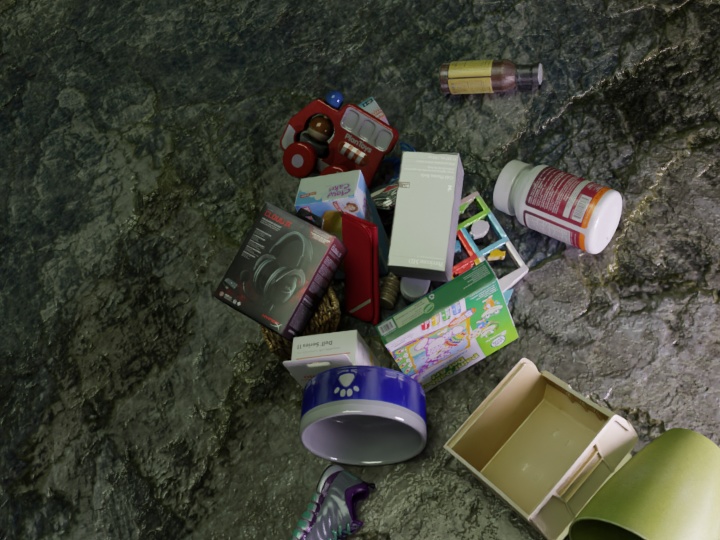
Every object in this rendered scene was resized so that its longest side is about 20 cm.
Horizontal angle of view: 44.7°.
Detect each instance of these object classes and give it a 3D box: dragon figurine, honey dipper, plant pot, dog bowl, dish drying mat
[{"bbox_3d":[0.082,-0.201,1.667,0.099,0.059,0.201,-36,55,-2],"label":"dragon figurine"},{"bbox_3d":[0.077,-0.027,1.579,0.037,0.038,0.203,10,63,26],"label":"honey dipper"},{"bbox_3d":[0.407,0.318,1.169,0.185,0.189,0.200,24,56,31],"label":"plant pot"},{"bbox_3d":[0.005,0.227,1.353,0.196,0.201,0.080,-9,54,16],"label":"dog bowl"},{"bbox_3d":[0.000,0.000,1.502,0.076,0.203,0.018,25,43,33],"label":"dish drying mat"}]

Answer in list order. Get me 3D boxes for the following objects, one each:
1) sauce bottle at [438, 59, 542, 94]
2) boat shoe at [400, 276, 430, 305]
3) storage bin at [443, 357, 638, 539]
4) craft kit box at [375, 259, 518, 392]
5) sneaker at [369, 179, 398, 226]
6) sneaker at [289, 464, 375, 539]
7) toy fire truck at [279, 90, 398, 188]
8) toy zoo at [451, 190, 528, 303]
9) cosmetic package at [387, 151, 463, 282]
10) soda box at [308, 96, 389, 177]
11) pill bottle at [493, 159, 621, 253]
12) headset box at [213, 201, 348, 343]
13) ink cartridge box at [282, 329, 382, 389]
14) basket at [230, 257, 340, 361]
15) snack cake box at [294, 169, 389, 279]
[{"bbox_3d":[0.253,-0.377,1.702,0.196,0.065,0.066,4,62,23],"label":"sauce bottle"},{"bbox_3d":[0.111,-0.032,1.552,0.067,0.057,0.203,19,67,4],"label":"boat shoe"},{"bbox_3d":[0.261,0.252,1.262,0.199,0.094,0.199,-46,34,-8],"label":"storage bin"},{"bbox_3d":[0.141,0.097,1.380,0.198,0.198,0.049,-31,56,2],"label":"craft kit box"},{"bbox_3d":[0.080,-0.129,1.585,0.198,0.081,0.075,-31,23,31],"label":"sneaker"},{"bbox_3d":[-0.049,0.404,1.350,0.086,0.075,0.203,15,66,23],"label":"sneaker"},{"bbox_3d":[-0.044,-0.234,1.618,0.198,0.112,0.170,33,109,10],"label":"toy fire truck"},{"bbox_3d":[0.198,-0.025,1.504,0.129,0.021,0.202,-27,70,-7],"label":"toy zoo"},{"bbox_3d":[0.111,-0.089,1.471,0.104,0.090,0.204,4,76,13],"label":"cosmetic package"},{"bbox_3d":[-0.037,-0.257,1.746,0.198,0.064,0.069,-31,54,1],"label":"soda box"},{"bbox_3d":[0.331,-0.113,1.483,0.198,0.110,0.110,27,73,32],"label":"pill bottle"},{"bbox_3d":[-0.125,-0.005,1.442,0.147,0.077,0.202,27,83,23],"label":"headset box"},{"bbox_3d":[-0.039,0.157,1.413,0.115,0.201,0.069,-8,57,16],"label":"ink cartridge box"},{"bbox_3d":[-0.111,0.042,1.543,0.147,0.143,0.202,-31,65,6],"label":"basket"},{"bbox_3d":[-0.026,-0.077,1.546,0.113,0.202,0.068,-5,48,19],"label":"snack cake box"}]
